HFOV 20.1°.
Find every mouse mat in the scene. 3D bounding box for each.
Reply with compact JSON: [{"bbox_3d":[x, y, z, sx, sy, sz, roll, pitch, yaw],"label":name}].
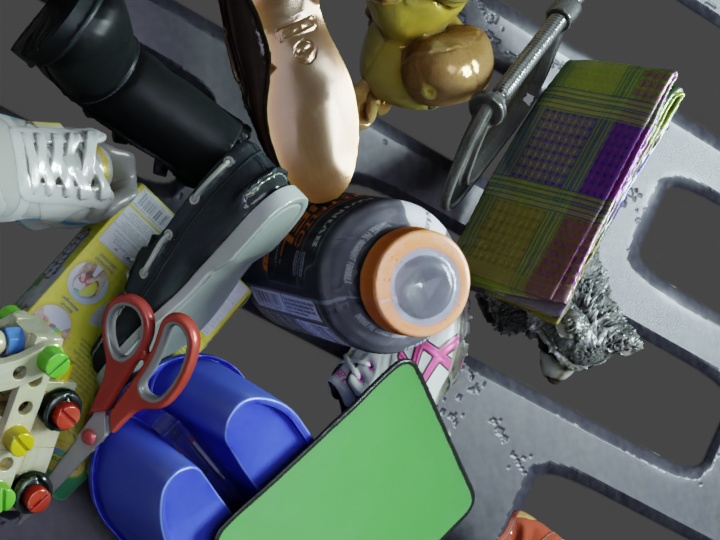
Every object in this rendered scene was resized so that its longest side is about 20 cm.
[{"bbox_3d":[-0.007,0.175,1.427,0.200,0.008,0.161,-41,129,-22],"label":"mouse mat"}]

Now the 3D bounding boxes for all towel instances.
[{"bbox_3d":[0.146,-0.062,1.483,0.023,0.144,0.200,33,81,-34],"label":"towel"}]

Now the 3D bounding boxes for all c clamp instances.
[{"bbox_3d":[0.113,-0.138,1.464,0.027,0.171,0.200,31,55,7],"label":"c clamp"}]

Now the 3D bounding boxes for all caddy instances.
[{"bbox_3d":[-0.103,0.150,1.411,0.141,0.105,0.200,-46,131,-18],"label":"caddy"}]

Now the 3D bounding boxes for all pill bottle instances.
[{"bbox_3d":[0.000,0.000,1.401,0.106,0.200,0.106,-3,96,-25],"label":"pill bottle"}]

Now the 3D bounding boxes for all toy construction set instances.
[{"bbox_3d":[-0.255,0.099,1.313,0.131,0.092,0.200,7,125,-42],"label":"toy construction set"}]

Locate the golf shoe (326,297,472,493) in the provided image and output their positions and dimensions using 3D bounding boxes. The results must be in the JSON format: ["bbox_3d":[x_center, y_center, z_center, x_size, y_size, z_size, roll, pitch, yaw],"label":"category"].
[{"bbox_3d":[0.025,0.071,1.485,0.092,0.073,0.200,10,89,-27],"label":"golf shoe"}]

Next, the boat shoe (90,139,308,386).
[{"bbox_3d":[-0.117,-0.003,1.352,0.200,0.076,0.060,-44,74,18],"label":"boat shoe"}]

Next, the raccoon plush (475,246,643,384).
[{"bbox_3d":[0.150,-0.018,1.501,0.097,0.134,0.200,-3,94,-22],"label":"raccoon plush"}]

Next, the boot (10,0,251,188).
[{"bbox_3d":[-0.144,-0.119,1.342,0.162,0.198,0.073,38,81,-14],"label":"boot"}]

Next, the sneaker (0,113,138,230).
[{"bbox_3d":[-0.206,-0.068,1.309,0.081,0.200,0.077,-9,87,12],"label":"sneaker"}]

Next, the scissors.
[{"bbox_3d":[-0.167,0.105,1.339,0.073,0.014,0.200,32,109,16],"label":"scissors"}]

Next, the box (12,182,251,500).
[{"bbox_3d":[-0.183,0.050,1.411,0.117,0.048,0.200,46,74,-19],"label":"box"}]

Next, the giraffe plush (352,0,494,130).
[{"bbox_3d":[0.039,-0.182,1.439,0.172,0.200,0.162,-9,114,-12],"label":"giraffe plush"}]

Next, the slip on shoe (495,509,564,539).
[{"bbox_3d":[0.065,0.251,1.503,0.200,0.074,0.061,-38,71,-10],"label":"slip on shoe"}]

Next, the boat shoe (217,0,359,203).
[{"bbox_3d":[-0.053,-0.145,1.392,0.070,0.070,0.200,-16,101,-26],"label":"boat shoe"}]
